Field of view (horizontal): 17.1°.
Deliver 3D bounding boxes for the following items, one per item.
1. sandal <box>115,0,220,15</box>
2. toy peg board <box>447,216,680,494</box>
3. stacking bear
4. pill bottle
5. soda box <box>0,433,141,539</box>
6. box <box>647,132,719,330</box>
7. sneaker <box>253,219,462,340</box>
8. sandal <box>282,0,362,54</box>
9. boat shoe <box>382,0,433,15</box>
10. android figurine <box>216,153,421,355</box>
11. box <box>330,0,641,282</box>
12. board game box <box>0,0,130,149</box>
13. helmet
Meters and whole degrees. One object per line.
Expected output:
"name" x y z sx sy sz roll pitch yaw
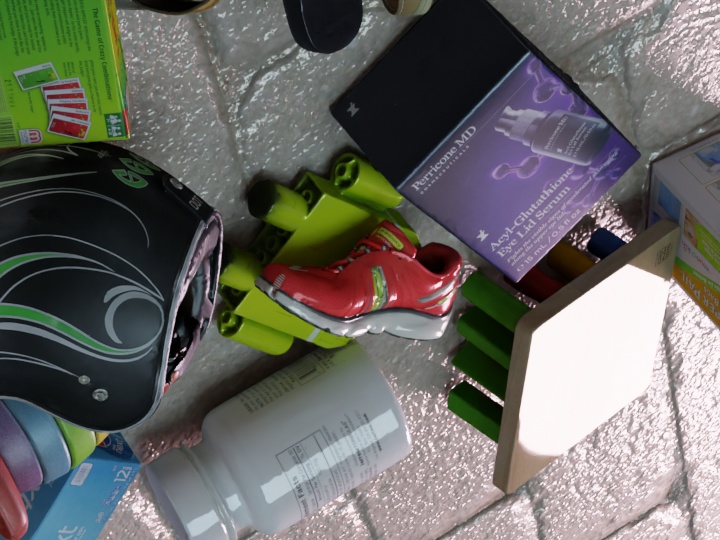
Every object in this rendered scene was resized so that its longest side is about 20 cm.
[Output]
"sandal" -0.121 -0.205 1.608 0.199 0.055 0.082 -12 134 -31
"toy peg board" 0.167 0.054 2.088 0.199 0.098 0.201 -33 145 -34
"stacking bear" -0.220 0.092 1.780 0.199 0.121 0.114 -35 110 -22
"pill bottle" -0.068 0.148 1.949 0.199 0.114 0.115 -29 141 -13
"soda box" -0.255 0.204 1.887 0.064 0.068 0.201 12 119 -44
"box" 0.343 -0.013 2.059 0.101 0.200 0.113 -24 139 -19
"sneaker" 0.000 0.000 1.845 0.199 0.077 0.085 3 114 -47
"sandal" -0.037 -0.239 1.610 0.076 0.043 0.201 -44 127 -28
"boat shoe" 0.009 -0.260 1.655 0.066 0.074 0.201 -21 128 -17
"android figurine" -0.031 -0.007 1.887 0.199 0.041 0.182 19 114 -47
"box" 0.098 -0.105 1.846 0.148 0.104 0.200 -46 142 9
"board game box" -0.210 -0.169 1.546 0.101 0.048 0.201 -5 136 -1
"helmet" -0.203 0.008 1.643 0.200 0.189 0.202 15 90 -84
